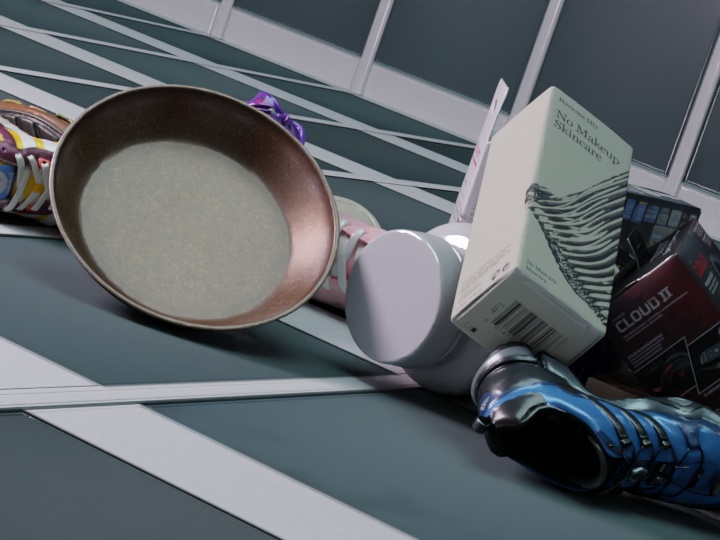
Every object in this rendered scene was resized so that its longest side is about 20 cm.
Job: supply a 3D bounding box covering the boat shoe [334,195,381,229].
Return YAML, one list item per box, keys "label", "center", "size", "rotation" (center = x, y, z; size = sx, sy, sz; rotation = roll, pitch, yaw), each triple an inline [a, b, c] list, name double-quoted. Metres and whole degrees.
- label: "boat shoe"
  center: [-0.081, -0.036, 1.948]
  size: [0.199, 0.060, 0.072]
  rotation: [14, 41, -28]

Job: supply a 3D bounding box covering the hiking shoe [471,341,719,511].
- label: "hiking shoe"
  center: [0.160, 0.118, 1.532]
  size: [0.198, 0.075, 0.087]
  rotation: [18, 30, -6]

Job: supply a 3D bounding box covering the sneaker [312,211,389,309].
- label: "sneaker"
  center: [0.000, 0.000, 1.838]
  size: [0.104, 0.076, 0.200]
  rotation: [20, -1, -32]

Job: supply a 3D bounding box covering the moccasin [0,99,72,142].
- label: "moccasin"
  center: [-0.254, -0.091, 1.886]
  size: [0.200, 0.074, 0.077]
  rotation: [14, 10, 42]

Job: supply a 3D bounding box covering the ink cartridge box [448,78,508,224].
- label: "ink cartridge box"
  center: [0.109, -0.043, 1.936]
  size: [0.067, 0.202, 0.116]
  rotation: [19, 8, -2]

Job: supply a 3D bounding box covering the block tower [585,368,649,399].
- label: "block tower"
  center: [0.199, 0.103, 1.713]
  size: [0.057, 0.054, 0.200]
  rotation: [22, 8, 18]

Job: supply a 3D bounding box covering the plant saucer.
- label: "plant saucer"
  center: [-0.113, -0.035, 1.636]
  size: [0.199, 0.037, 0.202]
  rotation: [11, 51, -14]

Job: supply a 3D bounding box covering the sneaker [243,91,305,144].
- label: "sneaker"
  center: [-0.091, -0.096, 1.827]
  size: [0.080, 0.084, 0.200]
  rotation: [20, 3, 13]

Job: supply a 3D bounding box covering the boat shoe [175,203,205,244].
- label: "boat shoe"
  center: [-0.099, -0.018, 1.751]
  size: [0.063, 0.074, 0.201]
  rotation: [15, 0, 4]

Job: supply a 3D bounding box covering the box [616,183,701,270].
- label: "box"
  center: [0.170, 0.008, 1.891]
  size: [0.049, 0.162, 0.199]
  rotation: [25, 9, 36]

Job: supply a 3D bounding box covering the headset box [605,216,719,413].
- label: "headset box"
  center: [0.235, 0.058, 1.639]
  size: [0.201, 0.075, 0.149]
  rotation: [53, 16, 0]

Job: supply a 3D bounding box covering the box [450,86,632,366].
- label: "box"
  center: [0.122, -0.025, 1.616]
  size: [0.082, 0.068, 0.201]
  rotation: [35, 38, -18]

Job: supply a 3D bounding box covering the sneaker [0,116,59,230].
- label: "sneaker"
  center: [-0.231, -0.062, 1.756]
  size: [0.198, 0.076, 0.090]
  rotation: [15, 15, 11]

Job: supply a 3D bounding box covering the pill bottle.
- label: "pill bottle"
  center: [0.088, 0.030, 1.694]
  size: [0.199, 0.121, 0.119]
  rotation: [11, 12, -46]
